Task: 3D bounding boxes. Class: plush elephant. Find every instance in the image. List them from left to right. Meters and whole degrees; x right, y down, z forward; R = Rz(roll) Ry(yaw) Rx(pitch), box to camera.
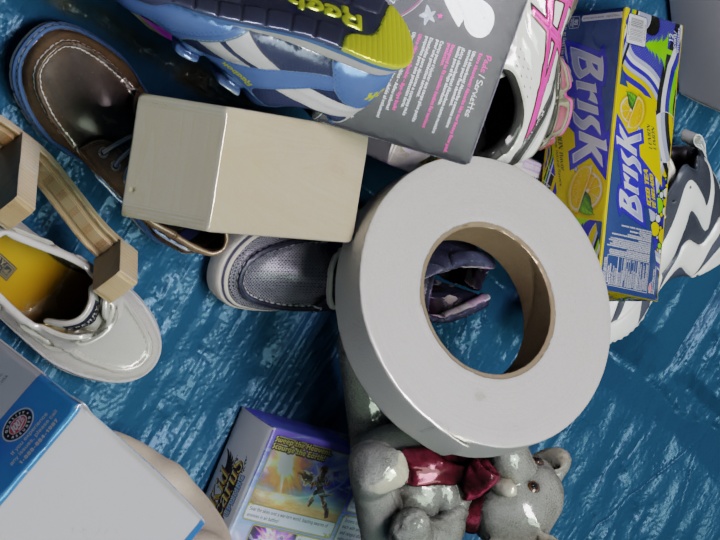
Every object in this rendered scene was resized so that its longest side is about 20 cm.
[{"bbox_3d":[0.073,0.145,1.817,0.154,0.165,0.201,-7,124,1],"label":"plush elephant"}]

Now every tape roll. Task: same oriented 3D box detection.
[{"bbox_3d":[0.076,0.025,1.754,0.202,0.037,0.204,9,71,-29],"label":"tape roll"}]

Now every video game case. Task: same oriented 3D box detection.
[{"bbox_3d":[-0.037,0.205,1.899,0.199,0.045,0.182,18,98,-42],"label":"video game case"}]

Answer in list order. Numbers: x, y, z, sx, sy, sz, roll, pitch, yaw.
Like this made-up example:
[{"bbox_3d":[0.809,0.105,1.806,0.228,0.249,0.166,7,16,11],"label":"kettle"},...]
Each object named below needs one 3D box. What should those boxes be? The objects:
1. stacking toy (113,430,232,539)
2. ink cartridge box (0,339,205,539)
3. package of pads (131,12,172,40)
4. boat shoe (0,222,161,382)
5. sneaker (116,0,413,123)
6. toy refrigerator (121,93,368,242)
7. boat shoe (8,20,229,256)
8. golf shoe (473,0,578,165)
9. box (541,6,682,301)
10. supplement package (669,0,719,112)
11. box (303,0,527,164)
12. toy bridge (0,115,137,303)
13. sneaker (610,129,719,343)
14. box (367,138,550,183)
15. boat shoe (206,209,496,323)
[{"bbox_3d":[-0.192,0.217,1.753,0.146,0.146,0.200,26,112,-43],"label":"stacking toy"},{"bbox_3d":[-0.229,0.130,1.608,0.147,0.200,0.145,-50,134,-7],"label":"ink cartridge box"},{"bbox_3d":[-0.096,-0.253,1.611,0.200,0.068,0.154,-52,132,-4],"label":"package of pads"},{"bbox_3d":[-0.188,0.021,1.674,0.071,0.070,0.200,-52,132,-6],"label":"boat shoe"},{"bbox_3d":[-0.071,-0.142,1.573,0.199,0.074,0.082,21,137,-15],"label":"sneaker"},{"bbox_3d":[-0.071,-0.062,1.643,0.200,0.070,0.076,2,98,-65],"label":"toy refrigerator"},{"bbox_3d":[-0.141,-0.081,1.658,0.072,0.072,0.200,-50,132,-7],"label":"boat shoe"},{"bbox_3d":[0.103,-0.168,1.782,0.092,0.072,0.201,-30,122,-54],"label":"golf shoe"},{"bbox_3d":[0.174,-0.081,1.864,0.064,0.070,0.201,12,81,-41],"label":"box"},{"bbox_3d":[0.300,-0.218,1.904,0.121,0.120,0.201,-28,126,-26],"label":"supplement package"},{"bbox_3d":[0.039,-0.188,1.690,0.114,0.132,0.201,17,102,-17],"label":"box"},{"bbox_3d":[-0.211,-0.056,1.617,0.027,0.067,0.200,-35,126,25],"label":"toy bridge"},{"bbox_3d":[0.193,-0.035,1.940,0.199,0.079,0.130,-27,125,-25],"label":"sneaker"},{"bbox_3d":[0.083,-0.073,1.860,0.199,0.041,0.039,18,99,-43],"label":"box"},{"bbox_3d":[0.000,0.000,1.795,0.199,0.093,0.075,-11,118,-34],"label":"boat shoe"}]
